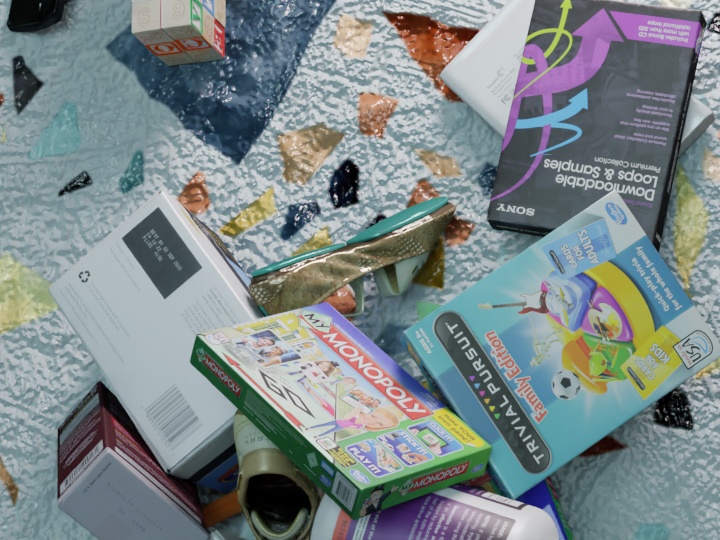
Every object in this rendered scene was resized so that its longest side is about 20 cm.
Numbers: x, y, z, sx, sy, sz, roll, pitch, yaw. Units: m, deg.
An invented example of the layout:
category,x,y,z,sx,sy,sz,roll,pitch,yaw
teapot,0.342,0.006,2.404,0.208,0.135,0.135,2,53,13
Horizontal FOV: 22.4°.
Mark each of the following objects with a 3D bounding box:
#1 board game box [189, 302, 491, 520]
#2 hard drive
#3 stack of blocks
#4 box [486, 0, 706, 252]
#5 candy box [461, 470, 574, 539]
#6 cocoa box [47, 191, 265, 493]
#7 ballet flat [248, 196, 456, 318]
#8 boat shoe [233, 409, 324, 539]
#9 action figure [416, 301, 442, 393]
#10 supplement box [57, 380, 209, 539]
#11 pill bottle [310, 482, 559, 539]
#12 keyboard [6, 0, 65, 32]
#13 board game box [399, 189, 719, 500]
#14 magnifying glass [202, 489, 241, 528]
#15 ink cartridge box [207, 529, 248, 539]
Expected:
category,x,y,z,sx,sy,sz,roll,pitch,yaw
board game box,-0.016,0.099,1.352,0.200,0.134,0.029,39,127,35
hard drive,0.179,-0.145,1.521,0.132,0.026,0.200,-46,68,3
stack of blocks,-0.167,-0.299,1.625,0.058,0.115,0.202,-5,75,17
box,0.191,-0.121,1.477,0.142,0.036,0.202,9,81,20
candy box,0.084,0.226,1.429,0.168,0.077,0.202,-25,71,9
cocoa box,-0.138,0.062,1.513,0.133,0.131,0.201,-39,68,4
ballet flat,0.000,0.000,1.498,0.199,0.070,0.066,-23,96,-23
boat shoe,-0.065,0.182,1.422,0.073,0.201,0.067,-6,52,8
action figure,0.148,0.055,1.454,0.198,0.055,0.119,-8,39,3
supplement box,-0.186,0.168,1.454,0.109,0.200,0.061,43,93,-14
pill bottle,0.068,0.214,1.335,0.198,0.112,0.114,16,81,21
keyboard,-0.274,-0.320,1.717,0.103,0.039,0.202,0,76,42
board game box,0.153,0.058,1.388,0.199,0.047,0.152,-33,83,-8
magnifying glass,-0.056,0.166,1.499,0.199,0.080,0.023,-30,86,20
ink cartridge box,-0.077,0.330,1.417,0.147,0.146,0.200,-46,68,3
